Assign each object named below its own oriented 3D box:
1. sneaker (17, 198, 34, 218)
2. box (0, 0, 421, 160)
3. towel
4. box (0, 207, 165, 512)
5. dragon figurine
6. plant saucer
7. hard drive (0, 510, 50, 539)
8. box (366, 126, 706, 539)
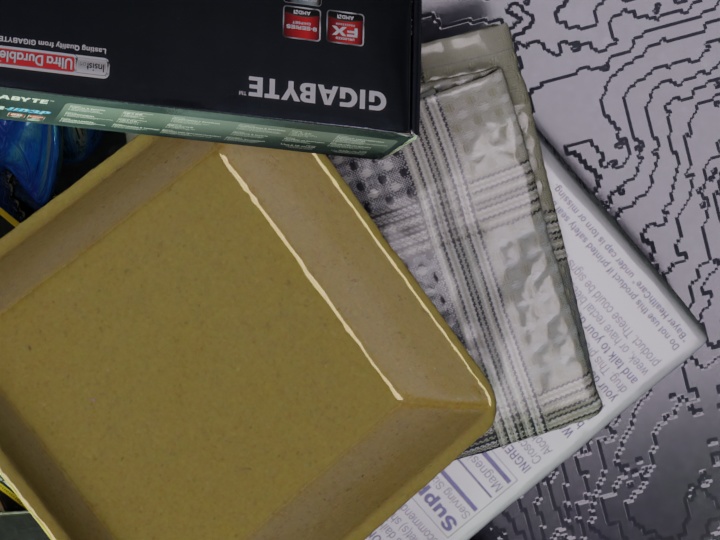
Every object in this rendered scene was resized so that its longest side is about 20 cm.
[{"bbox_3d":[-0.216,-0.027,1.046,0.090,0.078,0.200,-13,112,35],"label":"sneaker"},{"bbox_3d":[-0.074,-0.137,0.869,0.200,0.046,0.159,6,77,-19],"label":"box"},{"bbox_3d":[0.000,0.000,0.953,0.192,0.035,0.200,-15,98,5],"label":"towel"},{"bbox_3d":[-0.194,0.033,0.963,0.200,0.049,0.160,40,139,-11],"label":"box"},{"bbox_3d":[-0.152,-0.071,0.951,0.099,0.059,0.200,33,132,4],"label":"dragon figurine"},{"bbox_3d":[-0.070,0.044,0.896,0.200,0.048,0.200,-39,100,-21],"label":"plant saucer"},{"bbox_3d":[-0.103,0.155,1.005,0.200,0.140,0.038,-6,60,12],"label":"hard drive"},{"bbox_3d":[0.035,0.022,1.026,0.200,0.105,0.184,-40,95,7],"label":"box"}]
